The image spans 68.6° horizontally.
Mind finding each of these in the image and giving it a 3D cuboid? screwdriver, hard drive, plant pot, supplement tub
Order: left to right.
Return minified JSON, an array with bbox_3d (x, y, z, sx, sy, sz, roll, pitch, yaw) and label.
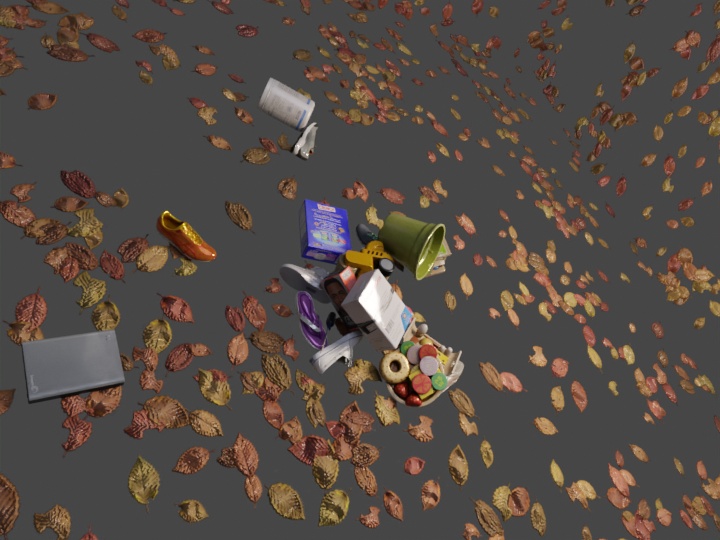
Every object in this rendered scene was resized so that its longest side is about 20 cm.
[{"bbox_3d":[-0.668,0.220,1.231,0.197,0.033,0.142,-6,61,-36],"label":"hard drive"},{"bbox_3d":[-0.290,-0.647,2.071,0.197,0.132,0.134,26,46,-15],"label":"supplement tub"},{"bbox_3d":[-0.097,0.188,1.603,0.028,0.028,0.201,-6,28,7],"label":"screwdriver"},{"bbox_3d":[0.162,-0.100,1.794,0.182,0.203,0.200,28,41,22],"label":"plant pot"}]

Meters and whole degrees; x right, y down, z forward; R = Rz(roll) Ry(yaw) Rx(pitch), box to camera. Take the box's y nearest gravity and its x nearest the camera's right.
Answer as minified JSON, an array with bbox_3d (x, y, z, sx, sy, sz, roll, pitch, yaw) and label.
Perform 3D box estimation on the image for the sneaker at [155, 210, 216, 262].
[{"bbox_3d":[-0.509,-0.095,1.545,0.198,0.077,0.074,34,43,-10],"label":"sneaker"}]

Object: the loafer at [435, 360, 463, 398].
[{"bbox_3d":[0.272,0.361,1.747,0.071,0.064,0.198,24,32,33],"label":"loafer"}]

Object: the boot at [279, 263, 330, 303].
[{"bbox_3d":[-0.166,0.021,1.702,0.198,0.073,0.097,35,38,-18],"label":"boot"}]

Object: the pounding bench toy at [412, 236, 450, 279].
[{"bbox_3d":[0.211,-0.052,1.955,0.196,0.157,0.126,-15,63,-9],"label":"pounding bench toy"}]

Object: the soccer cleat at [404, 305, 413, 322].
[{"bbox_3d":[0.087,0.149,1.781,0.196,0.068,0.076,-1,26,-28],"label":"soccer cleat"}]

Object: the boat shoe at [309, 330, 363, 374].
[{"bbox_3d":[-0.054,0.255,1.587,0.200,0.075,0.087,-24,72,-40],"label":"boat shoe"}]

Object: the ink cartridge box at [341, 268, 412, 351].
[{"bbox_3d":[0.052,0.121,1.601,0.201,0.083,0.145,53,46,-20],"label":"ink cartridge box"}]

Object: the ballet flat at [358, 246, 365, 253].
[{"bbox_3d":[0.000,0.000,1.826,0.070,0.072,0.203,14,51,-24],"label":"ballet flat"}]

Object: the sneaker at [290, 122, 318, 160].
[{"bbox_3d":[-0.207,-0.503,2.068,0.079,0.074,0.202,36,50,-17],"label":"sneaker"}]

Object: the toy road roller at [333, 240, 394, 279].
[{"bbox_3d":[0.013,-0.025,1.737,0.196,0.124,0.148,10,48,-15],"label":"toy road roller"}]

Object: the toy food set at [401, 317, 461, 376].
[{"bbox_3d":[0.239,0.251,1.761,0.198,0.061,0.144,34,31,6],"label":"toy food set"}]

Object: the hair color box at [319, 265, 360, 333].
[{"bbox_3d":[-0.033,0.097,1.658,0.061,0.101,0.202,-40,104,-45],"label":"hair color box"}]

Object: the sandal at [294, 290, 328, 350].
[{"bbox_3d":[-0.152,0.149,1.618,0.081,0.050,0.205,-9,63,-37],"label":"sandal"}]

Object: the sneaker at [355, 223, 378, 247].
[{"bbox_3d":[0.061,-0.104,1.925,0.074,0.088,0.202,-21,71,-42],"label":"sneaker"}]

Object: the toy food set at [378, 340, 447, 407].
[{"bbox_3d":[0.169,0.321,1.650,0.195,0.049,0.202,-28,71,-12],"label":"toy food set"}]

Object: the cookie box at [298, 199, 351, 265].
[{"bbox_3d":[-0.123,-0.130,1.831,0.168,0.075,0.203,12,52,-26],"label":"cookie box"}]
